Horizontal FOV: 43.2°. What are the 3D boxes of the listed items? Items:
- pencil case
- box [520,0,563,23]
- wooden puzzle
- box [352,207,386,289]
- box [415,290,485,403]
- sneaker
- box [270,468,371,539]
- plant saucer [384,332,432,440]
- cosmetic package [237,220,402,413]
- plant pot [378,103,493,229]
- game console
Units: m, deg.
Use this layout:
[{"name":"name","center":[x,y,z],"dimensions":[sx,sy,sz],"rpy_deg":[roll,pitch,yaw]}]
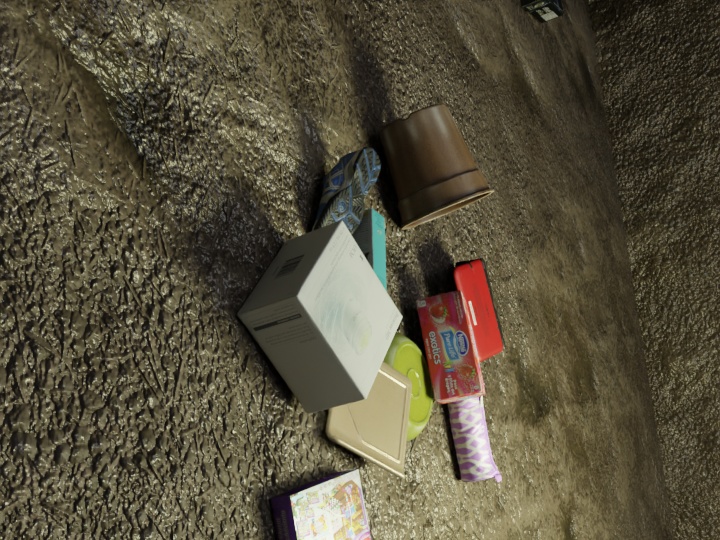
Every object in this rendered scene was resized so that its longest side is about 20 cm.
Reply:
[{"name":"pencil case","center":[0.228,0.327,1.840],"dimensions":[0.084,0.084,0.203],"rpy_deg":[-2,80,-62]},{"name":"box","center":[0.593,-0.937,3.021],"dimensions":[0.199,0.085,0.166],"rpy_deg":[6,73,-60]},{"name":"wooden puzzle","center":[0.013,0.230,1.531],"dimensions":[0.184,0.037,0.202],"rpy_deg":[35,44,-34]},{"name":"box","center":[0.000,0.000,1.575],"dimensions":[0.049,0.081,0.203],"rpy_deg":[30,53,-53]},{"name":"box","center":[0.177,0.151,1.777],"dimensions":[0.100,0.094,0.203],"rpy_deg":[44,34,-73]},{"name":"sneaker","center":[-0.034,-0.125,1.582],"dimensions":[0.076,0.076,0.201],"rpy_deg":[49,57,-34]},{"name":"box","center":[-0.054,0.386,1.360],"dimensions":[0.199,0.039,0.139],"rpy_deg":[1,77,-61]},{"name":"plant saucer","center":[0.088,0.212,1.695],"dimensions":[0.199,0.031,0.203],"rpy_deg":[32,51,-51]},{"name":"cosmetic package","center":[-0.054,0.070,1.392],"dimensions":[0.201,0.122,0.200],"rpy_deg":[58,35,-23]},{"name":"plant pot","center":[0.140,-0.212,1.817],"dimensions":[0.200,0.198,0.201],"rpy_deg":[-17,86,-61]},{"name":"game console","center":[0.225,0.086,1.939],"dimensions":[0.171,0.118,0.203],"rpy_deg":[-17,93,-49]}]
